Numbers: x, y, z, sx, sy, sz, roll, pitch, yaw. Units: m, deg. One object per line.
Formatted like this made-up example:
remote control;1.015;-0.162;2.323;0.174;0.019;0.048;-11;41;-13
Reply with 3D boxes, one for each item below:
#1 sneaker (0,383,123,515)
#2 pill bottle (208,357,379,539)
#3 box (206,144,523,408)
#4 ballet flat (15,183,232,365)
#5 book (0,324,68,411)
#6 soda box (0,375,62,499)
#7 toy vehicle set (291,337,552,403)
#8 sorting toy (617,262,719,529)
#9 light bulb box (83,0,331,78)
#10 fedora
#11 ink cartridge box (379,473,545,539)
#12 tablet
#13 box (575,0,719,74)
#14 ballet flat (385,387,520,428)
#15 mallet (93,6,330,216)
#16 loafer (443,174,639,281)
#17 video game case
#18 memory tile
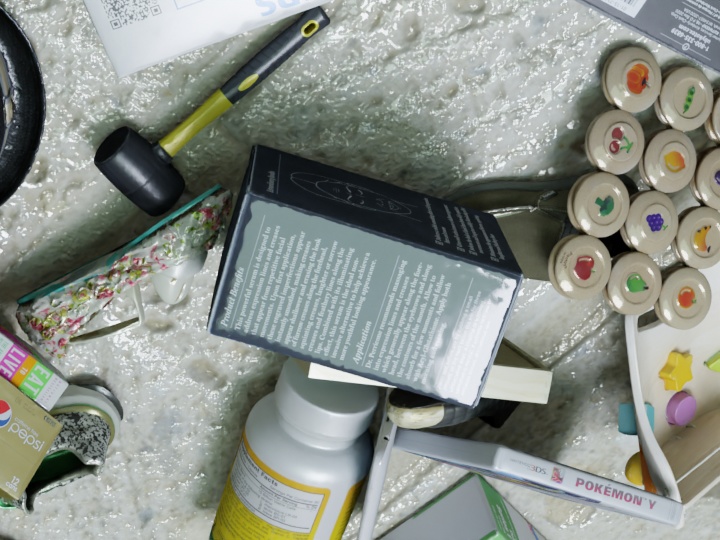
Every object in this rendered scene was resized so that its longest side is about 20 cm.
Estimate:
sneaker;-0.286;0.162;1.064;0.199;0.089;0.077;-25;124;6
pill bottle;-0.053;0.172;1.114;0.112;0.113;0.201;9;121;-19
box;0.000;0.000;0.955;0.198;0.149;0.108;17;107;-7
ballet flat;-0.169;0.006;0.996;0.199;0.076;0.064;-28;95;16
book;-0.310;0.022;0.938;0.200;0.133;0.048;44;73;-31
soda box;-0.310;0.118;0.973;0.199;0.064;0.068;-2;141;45
toy vehicle set;0.038;0.065;1.058;0.198;0.124;0.027;8;101;-18
sorting toy;0.288;0.086;1.148;0.199;0.107;0.181;-30;114;-27
light bulb box;-0.100;-0.258;0.807;0.197;0.125;0.201;-20;126;-1
fedora;-0.303;-0.093;0.886;0.199;0.092;0.202;-6;124;-9
ink cartridge box;0.117;0.310;1.265;0.144;0.084;0.200;-37;124;11
tablet;0.013;0.184;1.120;0.014;0.131;0.201;12;128;4
box;0.230;-0.228;0.916;0.199;0.115;0.133;21;117;-24
ballet flat;0.083;0.114;1.087;0.199;0.066;0.057;0;105;-57
mallet;-0.097;-0.115;0.961;0.199;0.041;0.066;-33;123;5
loafer;0.137;-0.029;1.052;0.198;0.070;0.076;-14;125;-5
video game case;0.143;0.172;1.122;0.181;0.200;0.023;20;81;-21
memory tile;0.234;-0.062;1.031;0.152;0.017;0.202;16;89;-23
